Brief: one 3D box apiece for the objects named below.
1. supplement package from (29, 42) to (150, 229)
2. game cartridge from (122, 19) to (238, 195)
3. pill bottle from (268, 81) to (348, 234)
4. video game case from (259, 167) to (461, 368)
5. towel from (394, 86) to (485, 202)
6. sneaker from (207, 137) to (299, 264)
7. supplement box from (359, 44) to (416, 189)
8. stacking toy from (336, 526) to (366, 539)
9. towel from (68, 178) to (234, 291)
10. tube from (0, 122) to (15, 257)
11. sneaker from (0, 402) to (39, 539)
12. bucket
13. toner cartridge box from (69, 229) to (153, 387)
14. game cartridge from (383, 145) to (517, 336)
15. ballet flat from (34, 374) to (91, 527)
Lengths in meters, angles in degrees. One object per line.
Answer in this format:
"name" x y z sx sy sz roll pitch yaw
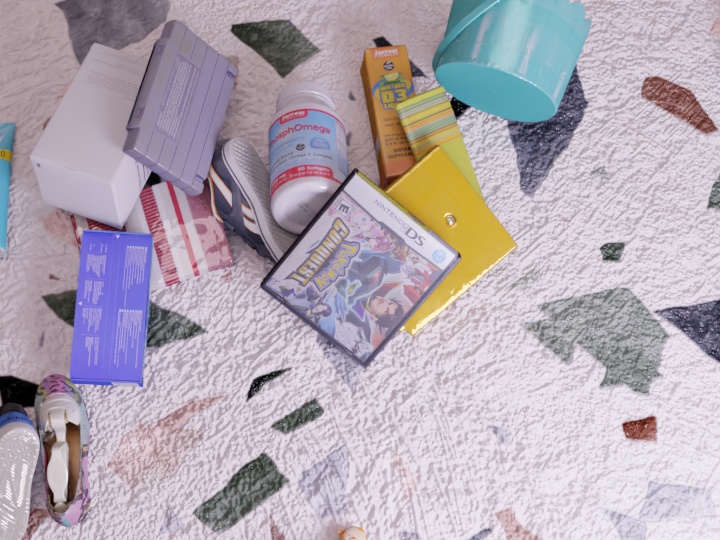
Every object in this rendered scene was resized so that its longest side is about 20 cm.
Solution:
"supplement package" -0.342 -0.182 1.549 0.120 0.120 0.201 19 62 5
"game cartridge" -0.239 -0.217 1.524 0.129 0.038 0.202 32 62 -37
"pill bottle" -0.071 -0.156 1.551 0.108 0.109 0.201 -4 54 -2
"video game case" 0.000 0.000 1.483 0.180 0.026 0.200 38 104 -11
"towel" 0.112 -0.145 1.561 0.086 0.018 0.202 -25 98 -30
"sneaker" -0.144 -0.077 1.561 0.079 0.078 0.201 -30 87 34
"supplement box" 0.047 -0.214 1.610 0.066 0.069 0.202 -8 70 -5
"stacking toy" -0.050 0.398 1.401 0.116 0.110 0.200 31 63 12
"towel" -0.287 -0.043 1.574 0.198 0.023 0.145 -18 75 -5
"tube" -0.517 -0.115 1.584 0.077 0.050 0.202 -2 67 -14
"sneaker" -0.459 0.266 1.449 0.076 0.111 0.202 10 105 -26
"bucket" 0.203 -0.304 1.567 0.206 0.207 0.136 19 80 5
"toner cartridge box" -0.327 0.050 1.511 0.094 0.043 0.202 4 75 -7
"game cartridge" 0.082 -0.037 1.528 0.200 0.032 0.177 -39 98 0
"ballet flat" -0.381 0.224 1.458 0.068 0.071 0.202 -8 72 -5
